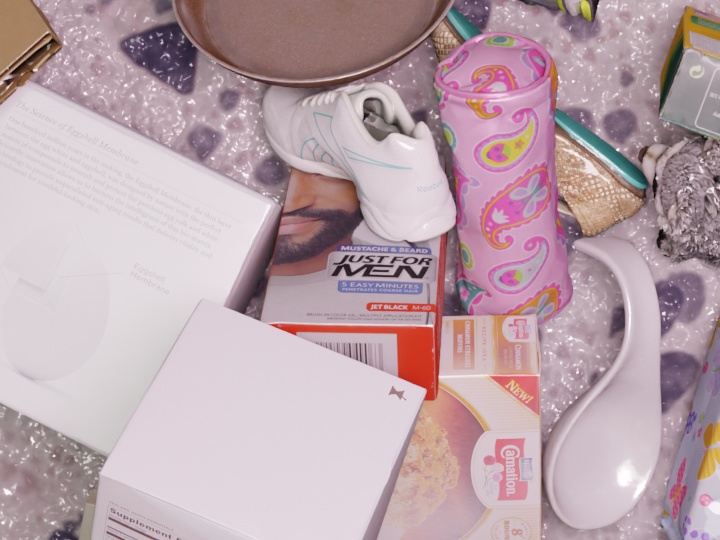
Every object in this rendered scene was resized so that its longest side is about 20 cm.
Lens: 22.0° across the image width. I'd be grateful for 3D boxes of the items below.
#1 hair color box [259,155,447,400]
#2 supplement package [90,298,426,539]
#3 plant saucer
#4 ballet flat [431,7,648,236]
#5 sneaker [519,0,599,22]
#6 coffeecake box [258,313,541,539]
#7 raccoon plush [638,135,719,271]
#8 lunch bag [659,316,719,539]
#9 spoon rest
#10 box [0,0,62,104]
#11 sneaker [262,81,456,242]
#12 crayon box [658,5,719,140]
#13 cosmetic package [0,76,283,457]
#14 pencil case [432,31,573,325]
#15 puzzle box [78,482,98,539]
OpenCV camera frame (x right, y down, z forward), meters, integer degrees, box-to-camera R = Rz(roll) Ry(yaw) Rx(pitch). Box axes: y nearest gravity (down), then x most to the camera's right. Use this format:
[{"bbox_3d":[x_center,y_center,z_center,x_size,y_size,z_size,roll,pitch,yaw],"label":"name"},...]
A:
[{"bbox_3d":[0.000,0.000,1.218,0.110,0.200,0.064,0,123,4],"label":"hair color box"},{"bbox_3d":[-0.070,0.157,1.123,0.150,0.152,0.201,22,136,6],"label":"supplement package"},{"bbox_3d":[-0.028,-0.192,1.259,0.199,0.032,0.201,-4,52,5],"label":"plant saucer"},{"bbox_3d":[0.107,-0.098,1.278,0.200,0.070,0.065,44,110,7],"label":"ballet flat"},{"bbox_3d":[0.111,-0.219,1.216,0.080,0.200,0.074,4,73,15],"label":"sneaker"},{"bbox_3d":[0.022,0.112,1.245,0.199,0.073,0.154,-2,123,4],"label":"coffeecake box"},{"bbox_3d":[0.278,-0.042,1.228,0.199,0.134,0.097,10,91,4],"label":"raccoon plush"},{"bbox_3d":[0.321,0.129,1.233,0.199,0.127,0.171,17,95,-4],"label":"lunch bag"},{"bbox_3d":[0.168,0.081,1.255,0.099,0.061,0.201,-6,104,-33],"label":"spoon rest"},{"bbox_3d":[-0.298,-0.151,1.264,0.163,0.021,0.200,-42,46,3],"label":"box"},{"bbox_3d":[-0.002,-0.096,1.233,0.070,0.200,0.081,-24,128,-25],"label":"sneaker"},{"bbox_3d":[0.261,-0.117,1.208,0.125,0.200,0.052,20,108,4],"label":"crayon box"},{"bbox_3d":[-0.180,0.002,1.268,0.199,0.123,0.201,26,92,4],"label":"cosmetic package"},{"bbox_3d":[0.094,-0.054,1.225,0.087,0.088,0.201,-5,128,4],"label":"pencil case"},{"bbox_3d":[-0.103,0.231,1.278,0.199,0.025,0.134,19,125,3],"label":"puzzle box"}]
